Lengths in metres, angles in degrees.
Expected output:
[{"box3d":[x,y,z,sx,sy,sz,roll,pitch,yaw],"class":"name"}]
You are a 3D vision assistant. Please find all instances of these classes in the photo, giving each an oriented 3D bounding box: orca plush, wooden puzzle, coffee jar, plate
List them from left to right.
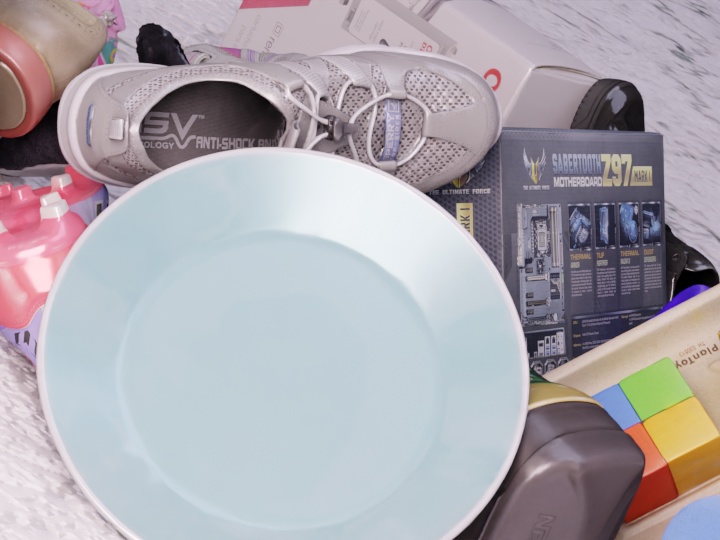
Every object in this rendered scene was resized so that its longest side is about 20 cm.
[{"box3d":[-0.098,-0.080,1.306,0.105,0.072,0.199,12,-10,-42],"class":"orca plush"},{"box3d":[-0.031,0.042,1.106,0.199,0.026,0.201,4,61,-7],"class":"plate"},{"box3d":[0.031,0.065,1.181,0.085,0.105,0.200,-1,33,-44],"class":"coffee jar"},{"box3d":[0.181,0.084,1.197,0.200,0.185,0.046,61,-4,38],"class":"wooden puzzle"}]

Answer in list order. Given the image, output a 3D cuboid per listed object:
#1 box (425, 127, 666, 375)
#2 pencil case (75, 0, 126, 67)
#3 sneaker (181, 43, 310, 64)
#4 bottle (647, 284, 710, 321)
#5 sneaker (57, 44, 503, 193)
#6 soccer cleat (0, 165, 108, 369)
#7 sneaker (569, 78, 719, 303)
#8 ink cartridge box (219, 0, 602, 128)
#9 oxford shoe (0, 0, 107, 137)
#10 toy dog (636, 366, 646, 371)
[{"box3d":[0.094,0.008,1.359,0.051,0.159,0.200,0,3,28],"class":"box"},{"box3d":[-0.186,-0.114,1.400,0.087,0.088,0.200,30,17,7],"class":"pencil case"},{"box3d":[-0.068,-0.080,1.477,0.088,0.082,0.200,11,-4,-15],"class":"sneaker"},{"box3d":[0.211,0.099,1.351,0.200,0.065,0.084,48,11,-3],"class":"bottle"},{"box3d":[-0.028,-0.056,1.193,0.199,0.075,0.082,-5,10,-18],"class":"sneaker"},{"box3d":[-0.138,0.000,1.205,0.066,0.077,0.200,-15,9,-3],"class":"soccer cleat"},{"box3d":[0.156,-0.007,1.501,0.104,0.201,0.060,7,-15,33],"class":"sneaker"},{"box3d":[0.020,-0.102,1.581,0.200,0.147,0.083,38,18,30],"class":"ink cartridge box"},{"box3d":[-0.208,-0.133,1.279,0.200,0.071,0.075,34,48,16],"class":"oxford shoe"},{"box3d":[0.176,0.125,1.261,0.200,0.132,0.096,48,-11,37],"class":"toy dog"}]
